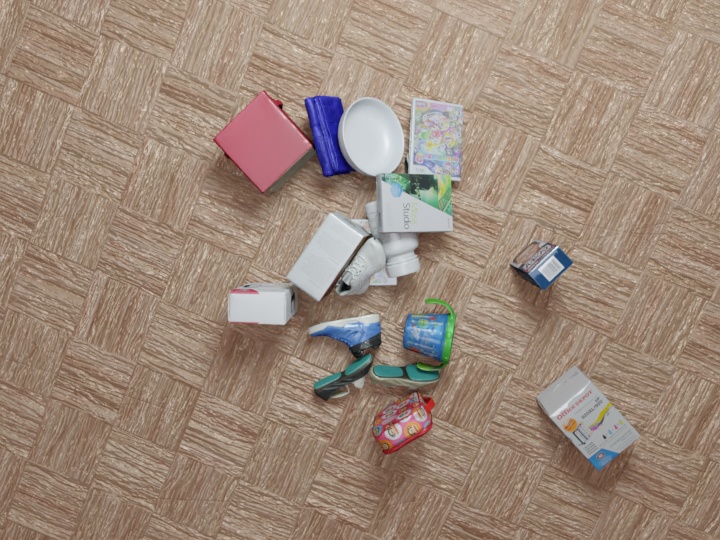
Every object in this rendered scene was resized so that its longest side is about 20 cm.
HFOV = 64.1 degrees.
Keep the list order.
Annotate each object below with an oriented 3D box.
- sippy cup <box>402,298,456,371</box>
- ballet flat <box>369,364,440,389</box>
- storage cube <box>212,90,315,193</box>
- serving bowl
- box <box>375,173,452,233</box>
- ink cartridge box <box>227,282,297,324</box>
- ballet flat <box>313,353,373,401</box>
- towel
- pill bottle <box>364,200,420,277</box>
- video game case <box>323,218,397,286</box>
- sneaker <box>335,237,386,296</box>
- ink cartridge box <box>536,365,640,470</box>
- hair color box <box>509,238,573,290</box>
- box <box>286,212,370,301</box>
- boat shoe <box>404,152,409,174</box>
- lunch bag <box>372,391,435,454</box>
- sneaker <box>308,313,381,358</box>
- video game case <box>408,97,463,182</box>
[{"bbox_3d":[0.183,0.172,1.541,0.129,0.140,0.179,9,73,11],"label":"sippy cup"},{"bbox_3d":[0.118,0.296,1.586,0.198,0.069,0.070,7,97,-10],"label":"ballet flat"},{"bbox_3d":[-0.235,-0.318,1.468,0.200,0.171,0.180,-43,95,6],"label":"storage cube"},{"bbox_3d":[0.018,-0.337,1.479,0.199,0.066,0.202,2,86,-36],"label":"serving bowl"},{"bbox_3d":[0.136,-0.166,1.431,0.199,0.036,0.146,-3,91,-24],"label":"box"},{"bbox_3d":[-0.249,0.083,1.502,0.146,0.200,0.086,1,96,2],"label":"ink cartridge box"},{"bbox_3d":[-0.036,0.301,1.594,0.199,0.068,0.069,-30,105,15],"label":"ballet flat"},{"bbox_3d":[-0.067,-0.345,1.473,0.049,0.147,0.201,-9,99,34],"label":"towel"},{"bbox_3d":[0.088,-0.089,1.491,0.114,0.114,0.201,-15,96,4],"label":"pill bottle"},{"bbox_3d":[0.001,-0.049,1.567,0.198,0.023,0.184,-1,97,2],"label":"video game case"},{"bbox_3d":[0.000,0.000,1.476,0.075,0.087,0.201,45,131,22],"label":"sneaker"},{"bbox_3d":[0.601,0.389,1.539,0.147,0.145,0.200,-43,93,7],"label":"ink cartridge box"},{"bbox_3d":[0.455,-0.019,1.466,0.100,0.200,0.061,-44,94,6],"label":"hair color box"},{"bbox_3d":[-0.079,-0.039,1.481,0.106,0.152,0.201,35,99,2],"label":"box"},{"bbox_3d":[0.162,-0.213,1.519,0.060,0.075,0.201,-33,78,45],"label":"boat shoe"},{"bbox_3d":[0.122,0.393,1.530,0.176,0.200,0.082,-33,90,6],"label":"lunch bag"},{"bbox_3d":[-0.039,0.188,1.567,0.198,0.077,0.112,-9,85,-3],"label":"sneaker"},{"bbox_3d":[0.196,-0.337,1.489,0.142,0.018,0.202,4,87,-17],"label":"video game case"}]
